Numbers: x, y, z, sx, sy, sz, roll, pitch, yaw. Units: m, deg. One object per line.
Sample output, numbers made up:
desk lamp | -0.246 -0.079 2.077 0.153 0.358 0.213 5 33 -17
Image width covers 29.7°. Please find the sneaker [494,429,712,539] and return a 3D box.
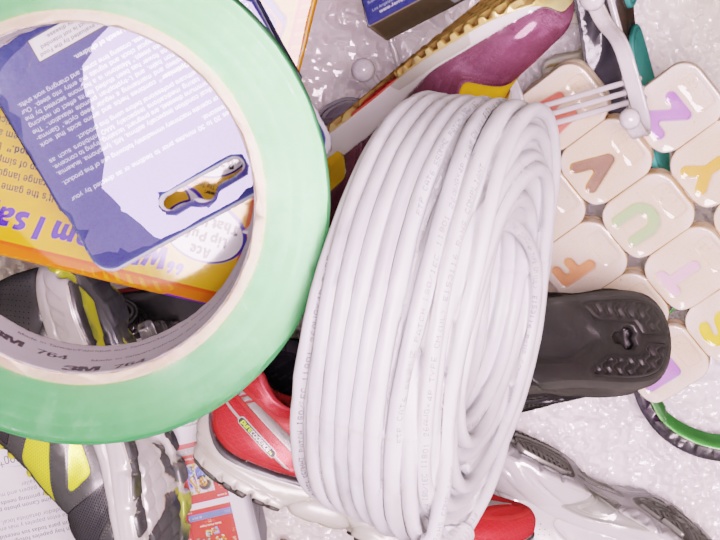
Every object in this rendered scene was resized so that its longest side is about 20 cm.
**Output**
sneaker | 0.143 0.179 0.848 0.199 0.078 0.100 28 103 1

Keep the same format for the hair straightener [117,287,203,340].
hair straightener | -0.130 0.019 0.795 0.198 0.077 0.041 -2 101 -4

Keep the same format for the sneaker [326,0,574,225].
sneaker | 0.047 -0.069 0.704 0.200 0.075 0.090 -33 99 39

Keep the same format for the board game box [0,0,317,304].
board game box | -0.133 -0.113 0.712 0.199 0.200 0.201 14 98 -6

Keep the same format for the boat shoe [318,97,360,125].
boat shoe | 0.000 0.000 0.806 0.073 0.067 0.201 -12 100 -2

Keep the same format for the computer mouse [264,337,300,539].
computer mouse | -0.013 0.125 0.827 0.200 0.046 0.140 44 124 -10

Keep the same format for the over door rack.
over door rack | 0.064 -0.154 0.745 0.147 0.067 0.201 -13 89 26

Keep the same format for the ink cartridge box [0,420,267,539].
ink cartridge box | -0.161 0.147 0.809 0.199 0.084 0.177 -12 99 -2

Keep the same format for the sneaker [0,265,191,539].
sneaker | -0.152 0.090 0.732 0.084 0.074 0.201 -13 96 17

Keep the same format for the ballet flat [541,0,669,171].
ballet flat | 0.137 -0.144 0.799 0.073 0.073 0.201 -12 106 -2

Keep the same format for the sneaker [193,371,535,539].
sneaker | 0.010 0.103 0.739 0.199 0.077 0.085 20 91 -9

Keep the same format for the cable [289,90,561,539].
cable | 0.036 0.019 0.607 0.069 0.200 0.201 13 127 19

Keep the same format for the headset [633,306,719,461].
headset | 0.259 0.041 0.817 0.199 0.094 0.124 -31 100 13

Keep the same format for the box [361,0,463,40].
box | 0.033 -0.239 0.727 0.121 0.032 0.201 -23 72 23

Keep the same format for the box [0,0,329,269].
box | -0.109 -0.113 0.588 0.121 0.032 0.201 -28 100 1

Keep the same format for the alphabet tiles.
alphabet tiles | 0.149 -0.020 0.796 0.195 0.015 0.200 -37 97 28

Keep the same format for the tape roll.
tape roll | -0.112 -0.032 0.555 0.199 0.048 0.202 -1 101 -3

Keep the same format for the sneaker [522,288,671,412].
sneaker | 0.062 0.044 0.764 0.198 0.114 0.077 2 76 -22
